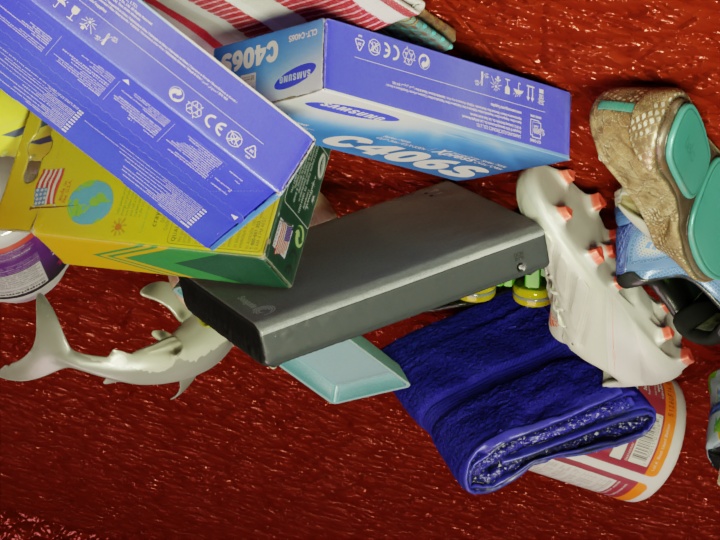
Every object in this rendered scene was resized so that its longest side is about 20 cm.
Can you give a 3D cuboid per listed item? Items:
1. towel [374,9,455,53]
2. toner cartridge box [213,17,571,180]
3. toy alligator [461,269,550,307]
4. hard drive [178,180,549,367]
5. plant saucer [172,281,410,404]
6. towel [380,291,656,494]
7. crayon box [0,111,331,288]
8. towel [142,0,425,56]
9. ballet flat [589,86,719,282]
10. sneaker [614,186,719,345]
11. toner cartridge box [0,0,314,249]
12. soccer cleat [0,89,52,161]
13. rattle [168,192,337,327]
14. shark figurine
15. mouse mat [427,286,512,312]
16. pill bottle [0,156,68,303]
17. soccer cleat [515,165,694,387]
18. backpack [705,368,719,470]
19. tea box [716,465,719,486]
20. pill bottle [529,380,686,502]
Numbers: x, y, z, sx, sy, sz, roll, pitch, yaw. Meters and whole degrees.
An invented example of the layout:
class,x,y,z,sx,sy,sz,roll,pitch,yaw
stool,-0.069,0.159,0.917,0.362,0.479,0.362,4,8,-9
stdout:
class,x,y,z,sx,sy,sz,roll,pitch,yaw
towel,-0.063,-0.148,1.315,0.200,0.022,0.146,-3,158,44
toner cartridge box,0.021,-0.094,1.315,0.200,0.043,0.095,12,165,-42
toy alligator,0.128,-0.012,1.581,0.199,0.060,0.054,4,-153,7
hard drive,0.000,0.000,1.465,0.199,0.033,0.139,-20,-158,-20
plant saucer,-0.045,0.042,1.608,0.070,0.019,0.200,-15,148,30
towel,0.106,0.078,1.653,0.147,0.050,0.200,-18,-153,-12
crayon box,-0.122,-0.064,1.454,0.199,0.127,0.051,7,158,25
towel,-0.083,-0.151,1.253,0.144,0.023,0.200,26,157,-39
ballet flat,0.181,-0.056,1.371,0.065,0.071,0.200,18,160,27
sneaker,0.242,0.013,1.495,0.199,0.089,0.078,20,164,-23
toner cartridge box,-0.130,-0.100,1.238,0.200,0.043,0.095,38,149,-11
soccer cleat,-0.241,-0.099,1.504,0.065,0.084,0.200,-2,159,40
rattle,-0.082,-0.065,1.600,0.130,0.143,0.200,-5,138,1
shark figurine,-0.153,0.067,1.738,0.214,0.128,0.090,-21,150,-35
mouse mat,0.013,0.027,1.688,0.199,0.008,0.161,-6,-176,21
pill bottle,-0.262,-0.042,1.667,0.111,0.112,0.200,12,164,3
soccer cleat,0.146,0.012,1.515,0.077,0.069,0.200,-21,128,27
backpack,0.345,0.102,1.660,0.200,0.154,0.163,-26,146,32
tea box,0.343,0.060,1.381,0.199,0.198,0.134,19,163,-23
pill bottle,0.152,0.109,1.852,0.199,0.110,0.110,19,163,-19
